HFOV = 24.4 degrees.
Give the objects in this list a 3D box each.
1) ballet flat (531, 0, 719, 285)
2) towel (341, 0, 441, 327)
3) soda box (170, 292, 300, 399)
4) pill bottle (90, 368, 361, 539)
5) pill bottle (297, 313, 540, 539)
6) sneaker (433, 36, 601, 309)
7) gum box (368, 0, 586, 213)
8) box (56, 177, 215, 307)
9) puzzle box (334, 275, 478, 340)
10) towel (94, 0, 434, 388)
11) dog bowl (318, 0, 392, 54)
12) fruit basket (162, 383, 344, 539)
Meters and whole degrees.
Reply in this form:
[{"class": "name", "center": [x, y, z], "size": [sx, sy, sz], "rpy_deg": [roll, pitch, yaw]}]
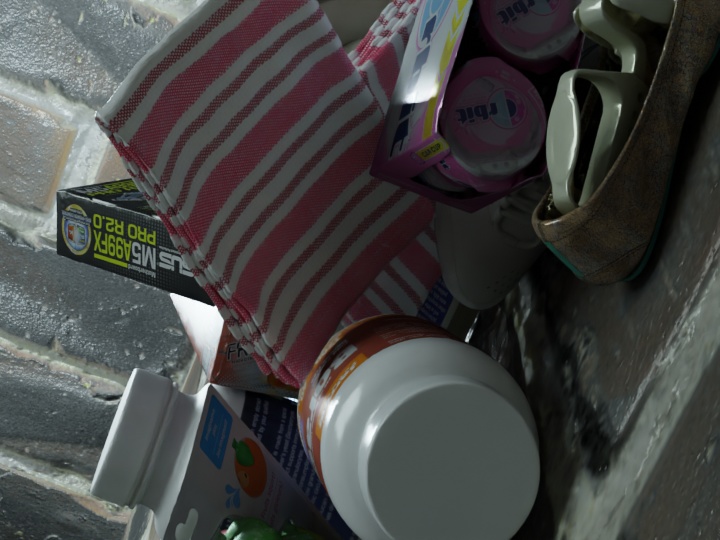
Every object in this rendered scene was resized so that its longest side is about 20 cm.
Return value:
[{"class": "ballet flat", "center": [0.129, -0.094, 0.796], "size": [0.068, 0.067, 0.202], "rpy_deg": [-12, 57, 60]}, {"class": "towel", "center": [0.030, -0.066, 0.987], "size": [0.030, 0.147, 0.201], "rpy_deg": [12, 58, 46]}, {"class": "soda box", "center": [-0.076, 0.020, 1.090], "size": [0.200, 0.068, 0.064], "rpy_deg": [-131, 54, -69]}, {"class": "pill bottle", "center": [-0.061, 0.133, 1.032], "size": [0.111, 0.198, 0.112], "rpy_deg": [-159, 90, -81]}, {"class": "pill bottle", "center": [0.030, 0.086, 0.863], "size": [0.200, 0.111, 0.113], "rpy_deg": [-155, 86, -82]}, {"class": "sneaker", "center": [0.097, -0.060, 0.931], "size": [0.087, 0.074, 0.202], "rpy_deg": [-96, 27, -61]}, {"class": "gum box", "center": [0.072, -0.131, 0.869], "size": [0.113, 0.065, 0.202], "rpy_deg": [154, 133, -74]}, {"class": "box", "center": [-0.066, -0.030, 1.048], "size": [0.159, 0.199, 0.045], "rpy_deg": [15, 110, 43]}, {"class": "puzzle box", "center": [0.000, 0.000, 1.141], "size": [0.200, 0.025, 0.134], "rpy_deg": [41, 116, 37]}, {"class": "towel", "center": [-0.040, -0.054, 0.869], "size": [0.030, 0.201, 0.147], "rpy_deg": [12, 54, 43]}, {"class": "dog bowl", "center": [0.032, -0.135, 1.145], "size": [0.201, 0.197, 0.075], "rpy_deg": [-84, -2, -59]}, {"class": "fruit basket", "center": [-0.042, 0.189, 0.867], "size": [0.187, 0.093, 0.201], "rpy_deg": [-76, -33, -42]}]
